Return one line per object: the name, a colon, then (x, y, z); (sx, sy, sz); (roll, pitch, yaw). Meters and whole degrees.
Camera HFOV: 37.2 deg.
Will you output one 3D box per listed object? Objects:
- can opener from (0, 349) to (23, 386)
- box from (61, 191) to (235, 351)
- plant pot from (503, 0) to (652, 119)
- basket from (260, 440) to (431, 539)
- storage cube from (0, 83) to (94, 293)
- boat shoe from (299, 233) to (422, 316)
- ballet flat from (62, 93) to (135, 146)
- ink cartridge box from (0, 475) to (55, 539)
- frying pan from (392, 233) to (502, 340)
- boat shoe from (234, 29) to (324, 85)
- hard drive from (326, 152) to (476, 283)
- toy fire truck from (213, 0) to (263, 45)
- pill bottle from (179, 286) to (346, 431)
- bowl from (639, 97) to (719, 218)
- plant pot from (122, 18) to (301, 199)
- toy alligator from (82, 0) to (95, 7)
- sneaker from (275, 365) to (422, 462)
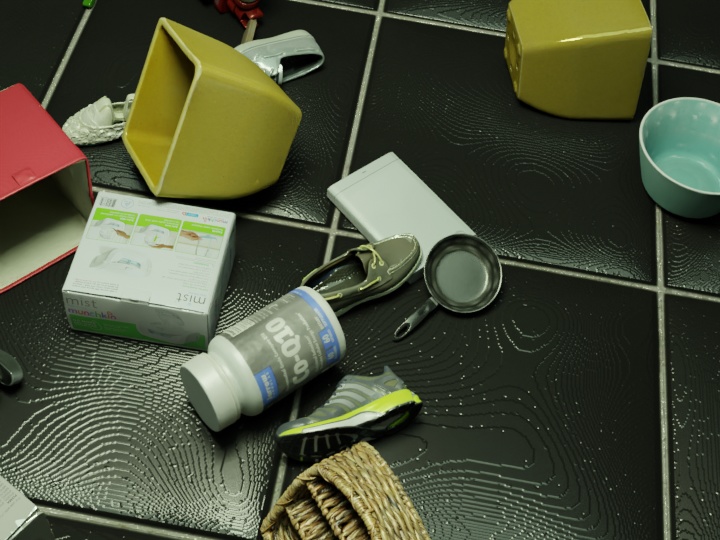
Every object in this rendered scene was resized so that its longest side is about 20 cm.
can opener: (-0.524, 0.097, 1.403); (0.199, 0.053, 0.066); (40, 25, 20)
box: (-0.283, -0.001, 1.462); (0.196, 0.097, 0.179); (9, 53, 0)
plant pot: (0.342, -0.371, 1.751); (0.196, 0.197, 0.197); (-7, 54, -3)
basket: (-0.012, 0.317, 1.223); (0.147, 0.144, 0.201); (-21, 57, -21)
storage cube: (-0.489, -0.114, 1.479); (0.199, 0.172, 0.180); (-32, 62, -26)
boat shoe: (0.002, 0.002, 1.496); (0.200, 0.061, 0.072); (-30, 60, -14)
ballet flat: (-0.368, -0.245, 1.657); (0.197, 0.072, 0.072); (-12, 55, -13)
ink cartridge box: (-0.446, 0.271, 1.211); (0.199, 0.148, 0.083); (33, 57, 19)
frying pan: (0.130, 0.038, 1.516); (0.114, 0.031, 0.192); (24, 75, 1)
boat shoe: (-0.147, -0.332, 1.741); (0.199, 0.071, 0.072); (-26, 56, -26)
hard drive: (0.060, -0.083, 1.603); (0.131, 0.027, 0.200); (-30, 62, -25)
toy fire truck: (-0.197, -0.463, 1.780); (0.128, 0.176, 0.201); (-29, 75, -25)
pill bottle: (-0.126, 0.115, 1.381); (0.199, 0.115, 0.114); (-31, 62, -25)
bowl: (0.515, -0.160, 1.658); (0.197, 0.106, 0.203); (3, 53, -4)
plant pot: (-0.204, -0.218, 1.548); (0.198, 0.196, 0.196); (9, 25, -34)
toy alligator: (-0.449, -0.542, 1.876); (0.058, 0.055, 0.202); (12, 53, 3)
sneaker: (-0.022, 0.183, 1.376); (0.197, 0.075, 0.081); (-14, 49, -25)
